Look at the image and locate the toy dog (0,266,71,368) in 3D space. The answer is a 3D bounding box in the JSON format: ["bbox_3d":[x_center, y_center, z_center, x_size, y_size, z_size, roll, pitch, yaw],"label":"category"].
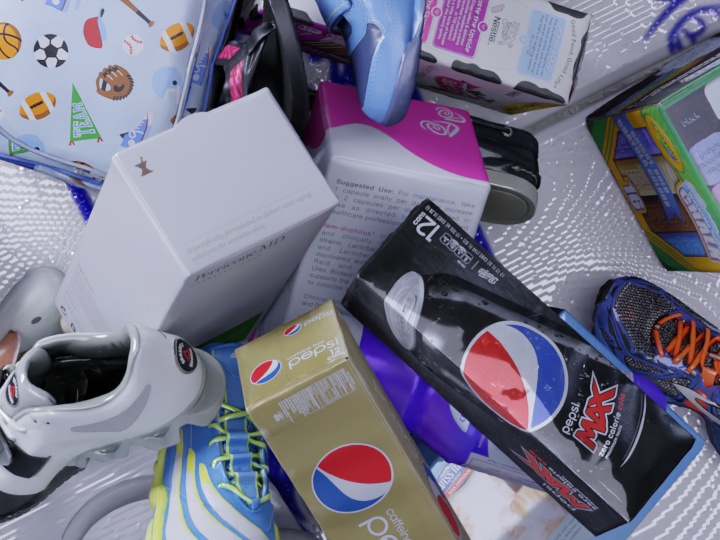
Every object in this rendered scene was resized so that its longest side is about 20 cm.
[{"bbox_3d":[-0.231,0.095,1.169,0.096,0.132,0.201,30,94,26],"label":"toy dog"}]

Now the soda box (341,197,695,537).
[{"bbox_3d":[0.085,0.055,1.056,0.200,0.071,0.063,42,73,4],"label":"soda box"}]

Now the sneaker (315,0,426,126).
[{"bbox_3d":[-0.010,-0.179,1.087,0.082,0.074,0.201,-7,83,-12],"label":"sneaker"}]

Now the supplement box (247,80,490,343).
[{"bbox_3d":[0.000,0.000,1.174,0.103,0.101,0.201,9,121,-11],"label":"supplement box"}]

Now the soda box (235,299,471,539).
[{"bbox_3d":[0.004,0.119,1.070,0.064,0.068,0.201,-27,119,4],"label":"soda box"}]

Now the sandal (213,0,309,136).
[{"bbox_3d":[-0.063,-0.099,1.127,0.045,0.200,0.075,-8,65,-12],"label":"sandal"}]

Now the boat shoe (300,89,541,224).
[{"bbox_3d":[0.024,-0.090,1.236,0.198,0.075,0.066,14,64,3],"label":"boat shoe"}]

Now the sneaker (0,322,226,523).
[{"bbox_3d":[-0.181,0.077,1.062,0.199,0.088,0.074,-27,53,17],"label":"sneaker"}]

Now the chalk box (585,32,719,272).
[{"bbox_3d":[0.248,-0.079,1.211,0.124,0.200,0.124,-31,97,-8],"label":"chalk box"}]

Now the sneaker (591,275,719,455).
[{"bbox_3d":[0.240,0.066,1.269,0.200,0.078,0.076,35,65,-13],"label":"sneaker"}]

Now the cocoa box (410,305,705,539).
[{"bbox_3d":[0.096,0.135,1.224,0.133,0.131,0.200,42,84,-9],"label":"cocoa box"}]

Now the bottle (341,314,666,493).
[{"bbox_3d":[0.076,0.077,1.121,0.199,0.065,0.084,18,80,-4],"label":"bottle"}]

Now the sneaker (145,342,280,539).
[{"bbox_3d":[-0.084,0.103,1.077,0.075,0.200,0.106,2,110,-11],"label":"sneaker"}]

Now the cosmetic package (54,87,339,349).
[{"bbox_3d":[-0.101,-0.010,1.107,0.107,0.200,0.085,-27,78,-27],"label":"cosmetic package"}]

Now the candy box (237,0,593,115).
[{"bbox_3d":[0.029,-0.155,1.198,0.199,0.136,0.061,15,89,-10],"label":"candy box"}]

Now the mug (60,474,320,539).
[{"bbox_3d":[-0.101,0.210,1.122,0.175,0.148,0.200,-24,65,-21],"label":"mug"}]

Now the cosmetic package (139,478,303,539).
[{"bbox_3d":[-0.120,0.222,1.216,0.200,0.074,0.102,-34,97,-9],"label":"cosmetic package"}]

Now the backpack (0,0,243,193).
[{"bbox_3d":[-0.176,-0.138,1.159,0.189,0.154,0.201,14,92,-1],"label":"backpack"}]
